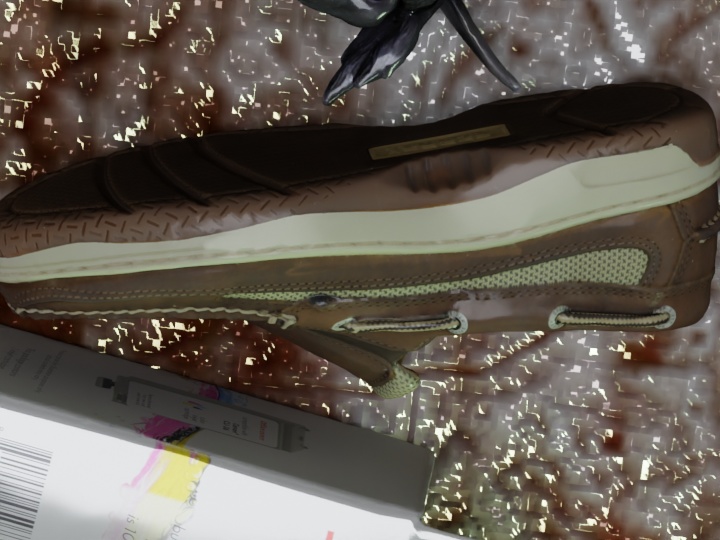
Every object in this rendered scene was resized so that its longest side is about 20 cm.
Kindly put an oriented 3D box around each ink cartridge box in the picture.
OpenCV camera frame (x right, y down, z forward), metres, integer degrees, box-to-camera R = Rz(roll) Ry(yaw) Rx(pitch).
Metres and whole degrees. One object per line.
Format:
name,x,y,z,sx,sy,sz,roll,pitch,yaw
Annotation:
ink cartridge box,-0.051,0.095,0.839,0.200,0.068,0.117,17,104,0

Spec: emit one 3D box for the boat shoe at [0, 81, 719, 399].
boat shoe,0.000,0.002,0.811,0.202,0.075,0.075,-7,109,4

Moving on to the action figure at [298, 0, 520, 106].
action figure,-0.018,-0.127,0.766,0.119,0.102,0.200,-52,136,-11
